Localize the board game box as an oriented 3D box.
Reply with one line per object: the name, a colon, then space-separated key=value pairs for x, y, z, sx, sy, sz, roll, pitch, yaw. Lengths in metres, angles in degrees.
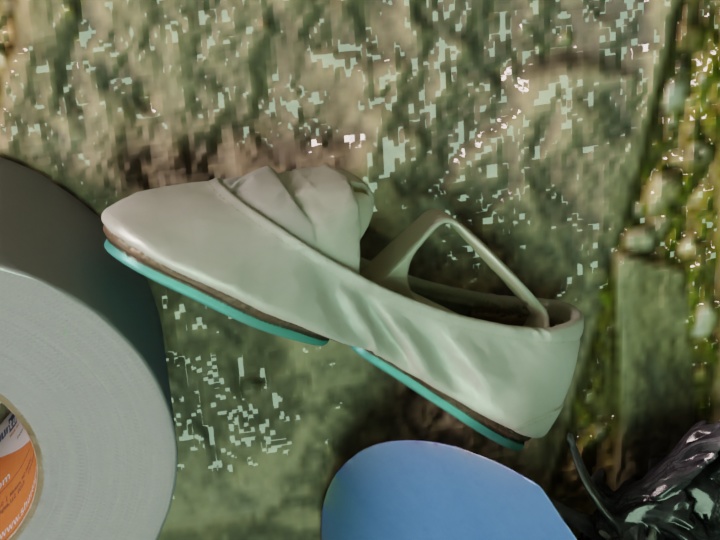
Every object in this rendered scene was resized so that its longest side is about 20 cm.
board game box: x=0.071 y=0.138 z=1.084 sx=0.200 sy=0.039 sz=0.158 roll=55 pitch=146 yaw=-6

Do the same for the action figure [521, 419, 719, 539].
action figure: x=0.159 y=0.123 z=1.104 sx=0.199 sy=0.102 sz=0.119 roll=15 pitch=135 yaw=-23

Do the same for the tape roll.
tape roll: x=-0.166 y=0.053 z=1.013 sx=0.199 sy=0.066 sz=0.201 roll=-5 pitch=129 yaw=-6

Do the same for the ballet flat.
ballet flat: x=0.000 y=0.000 z=1.010 sx=0.199 sy=0.070 sz=0.069 roll=26 pitch=120 yaw=-32
